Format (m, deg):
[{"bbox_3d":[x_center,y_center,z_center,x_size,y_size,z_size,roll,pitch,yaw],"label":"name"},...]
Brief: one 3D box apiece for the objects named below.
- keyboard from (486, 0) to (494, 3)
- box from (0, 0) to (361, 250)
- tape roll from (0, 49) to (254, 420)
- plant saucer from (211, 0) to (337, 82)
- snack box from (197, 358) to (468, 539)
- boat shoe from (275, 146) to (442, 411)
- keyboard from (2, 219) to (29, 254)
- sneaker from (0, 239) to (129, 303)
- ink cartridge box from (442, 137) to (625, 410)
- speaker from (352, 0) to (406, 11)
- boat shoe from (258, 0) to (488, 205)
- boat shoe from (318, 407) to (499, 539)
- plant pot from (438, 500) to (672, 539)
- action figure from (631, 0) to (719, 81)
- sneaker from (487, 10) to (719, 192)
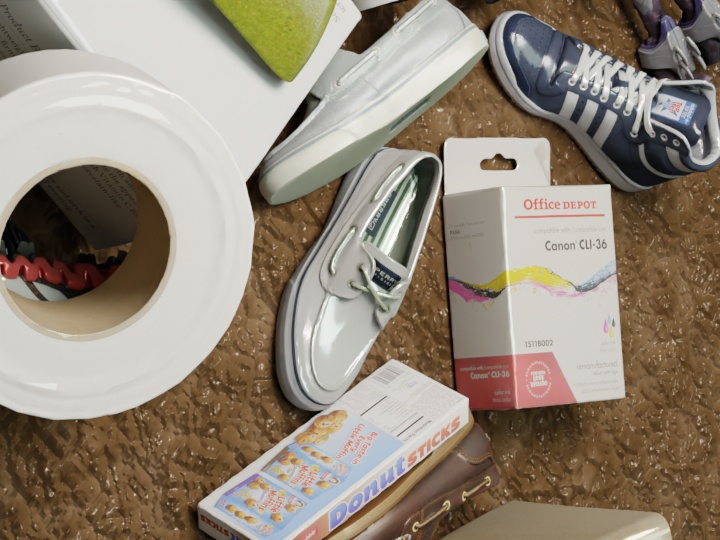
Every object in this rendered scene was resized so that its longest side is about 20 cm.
[{"bbox_3d":[0.069,-0.290,1.636,0.127,0.020,0.201,-44,117,-72],"label":"keyboard"},{"bbox_3d":[-0.137,-0.156,1.407,0.199,0.130,0.200,52,51,-24],"label":"box"},{"bbox_3d":[-0.165,-0.020,1.280,0.201,0.071,0.204,-7,109,-21],"label":"tape roll"},{"bbox_3d":[-0.053,-0.251,1.365,0.200,0.048,0.201,47,47,-39],"label":"plant saucer"},{"bbox_3d":[-0.016,0.129,1.528,0.200,0.072,0.024,-35,139,-37],"label":"snack box"},{"bbox_3d":[0.000,0.000,1.558,0.073,0.067,0.201,30,67,-34],"label":"boat shoe"},{"bbox_3d":[-0.263,-0.045,1.372,0.127,0.021,0.201,-23,101,-39],"label":"keyboard"},{"bbox_3d":[-0.202,0.033,1.357,0.200,0.071,0.099,6,85,-37],"label":"sneaker"},{"bbox_3d":[0.127,-0.001,1.664,0.116,0.067,0.201,-3,88,-40],"label":"ink cartridge box"},{"bbox_3d":[-0.002,-0.282,1.578,0.081,0.081,0.201,-24,101,-39],"label":"speaker"},{"bbox_3d":[-0.003,-0.122,1.568,0.201,0.070,0.072,-38,81,-20],"label":"boat shoe"},{"bbox_3d":[0.027,0.169,1.561,0.200,0.070,0.071,-35,106,-37],"label":"boat shoe"},{"bbox_3d":[0.100,0.281,1.545,0.176,0.199,0.201,-14,94,-29],"label":"plant pot"},{"bbox_3d":[0.226,-0.239,1.774,0.130,0.069,0.200,-44,109,-24],"label":"action figure"},{"bbox_3d":[0.192,-0.135,1.706,0.200,0.108,0.070,39,62,-30],"label":"sneaker"}]
